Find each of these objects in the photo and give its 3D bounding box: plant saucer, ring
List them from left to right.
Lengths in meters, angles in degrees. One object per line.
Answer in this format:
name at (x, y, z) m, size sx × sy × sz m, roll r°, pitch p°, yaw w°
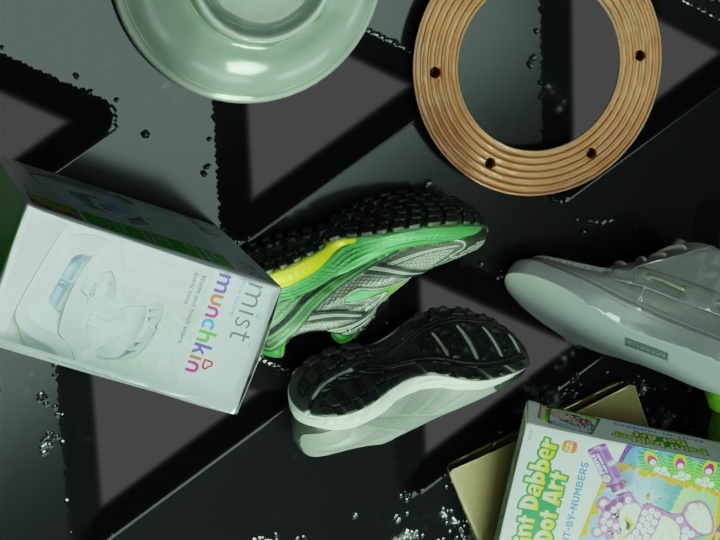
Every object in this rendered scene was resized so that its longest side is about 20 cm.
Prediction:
plant saucer at (-0.074, -0.214, 1.300) m, size 0.200 × 0.050 × 0.201 m, roll -4°, pitch 104°, yaw -16°
ring at (0.132, -0.155, 1.393) m, size 0.200 × 0.019 × 0.201 m, roll -4°, pitch 103°, yaw -16°

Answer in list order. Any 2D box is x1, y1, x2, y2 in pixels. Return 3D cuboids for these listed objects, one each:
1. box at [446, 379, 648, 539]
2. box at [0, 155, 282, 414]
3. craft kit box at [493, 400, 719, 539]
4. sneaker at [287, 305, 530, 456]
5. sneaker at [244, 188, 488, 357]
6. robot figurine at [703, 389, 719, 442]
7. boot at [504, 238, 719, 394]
box at (0.174, 0.208, 1.488) m, size 0.163 × 0.021 × 0.200 m, roll -25°, pitch 109°, yaw -10°
box at (-0.167, 0.008, 1.242) m, size 0.176 × 0.200 × 0.097 m, roll 18°, pitch 97°, yaw -19°
craft kit box at (0.202, 0.213, 1.427) m, size 0.197 × 0.049 × 0.200 m, roll 12°, pitch 112°, yaw 3°
sneaker at (0.034, 0.086, 1.400) m, size 0.200 × 0.074 × 0.079 m, roll -15°, pitch 142°, yaw -21°
sneaker at (0.000, 0.000, 1.367) m, size 0.200 × 0.078 × 0.085 m, roll -20°, pitch 114°, yaw -3°
robot figurine at (0.340, 0.092, 1.462) m, size 0.175 × 0.116 × 0.200 m, roll 9°, pitch 99°, yaw -13°
boot at (0.217, 0.016, 1.415) m, size 0.200 × 0.074 × 0.096 m, roll 24°, pitch 63°, yaw 12°
